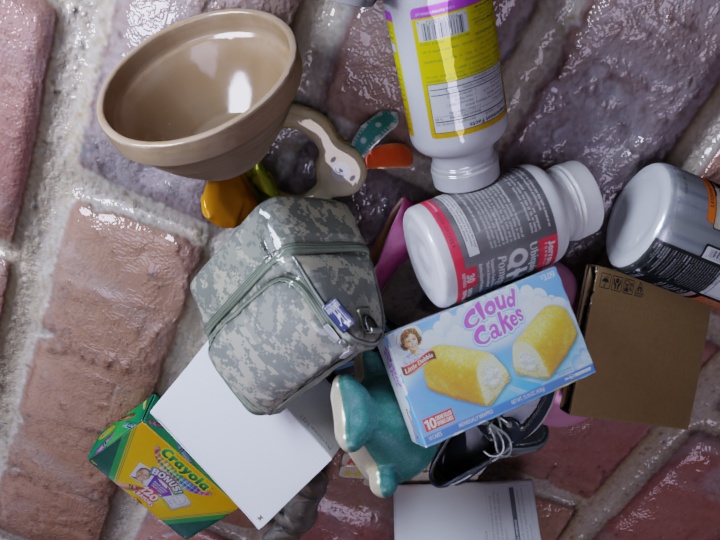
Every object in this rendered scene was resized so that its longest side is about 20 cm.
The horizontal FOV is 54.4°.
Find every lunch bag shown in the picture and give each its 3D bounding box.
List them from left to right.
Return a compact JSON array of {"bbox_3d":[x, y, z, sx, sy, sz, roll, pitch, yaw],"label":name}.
[{"bbox_3d":[-0.072,0.042,0.739,0.137,0.171,0.199,-2,151,-48],"label":"lunch bag"}]

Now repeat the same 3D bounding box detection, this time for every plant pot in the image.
[{"bbox_3d":[-0.145,-0.156,0.682,0.195,0.205,0.094,-9,141,8],"label":"plant pot"}]

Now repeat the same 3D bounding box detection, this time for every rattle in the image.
[{"bbox_3d":[-0.049,-0.108,0.728,0.194,0.143,0.134,4,97,10],"label":"rattle"}]

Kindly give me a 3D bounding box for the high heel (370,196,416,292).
[{"bbox_3d":[0.000,0.000,0.819,0.197,0.068,0.096,-31,124,13],"label":"high heel"}]

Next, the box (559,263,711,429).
[{"bbox_3d":[0.322,0.093,0.809,0.195,0.021,0.168,11,90,-27],"label":"box"}]

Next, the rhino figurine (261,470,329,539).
[{"bbox_3d":[-0.102,0.355,1.036,0.085,0.060,0.204,8,124,-14],"label":"rhino figurine"}]

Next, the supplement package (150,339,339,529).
[{"bbox_3d":[-0.129,0.178,0.871,0.200,0.111,0.156,45,115,2],"label":"supplement package"}]

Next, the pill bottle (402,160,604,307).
[{"bbox_3d":[0.152,-0.046,0.747,0.195,0.111,0.113,-21,120,-9],"label":"pill bottle"}]

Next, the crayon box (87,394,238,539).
[{"bbox_3d":[-0.272,0.284,1.004,0.118,0.059,0.201,-33,113,20],"label":"crayon box"}]

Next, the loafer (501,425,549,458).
[{"bbox_3d":[0.153,0.217,0.951,0.194,0.073,0.064,5,141,8],"label":"loafer"}]

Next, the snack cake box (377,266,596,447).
[{"bbox_3d":[0.127,0.087,0.725,0.195,0.067,0.118,-21,86,-11],"label":"snack cake box"}]

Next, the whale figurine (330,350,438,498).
[{"bbox_3d":[0.030,0.163,0.771,0.101,0.163,0.200,-13,157,14],"label":"whale figurine"}]

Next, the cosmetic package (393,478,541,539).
[{"bbox_3d":[0.150,0.406,0.996,0.194,0.125,0.203,-4,133,7],"label":"cosmetic package"}]

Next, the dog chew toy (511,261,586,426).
[{"bbox_3d":[0.228,0.081,0.835,0.121,0.125,0.205,-11,111,9],"label":"dog chew toy"}]

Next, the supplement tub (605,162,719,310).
[{"bbox_3d":[0.380,-0.027,0.760,0.195,0.124,0.125,19,119,-9],"label":"supplement tub"}]

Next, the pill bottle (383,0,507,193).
[{"bbox_3d":[0.089,-0.185,0.692,0.101,0.105,0.204,-10,118,8],"label":"pill bottle"}]

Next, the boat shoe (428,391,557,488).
[{"bbox_3d":[0.148,0.180,0.809,0.075,0.061,0.200,51,119,16],"label":"boat shoe"}]

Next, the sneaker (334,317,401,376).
[{"bbox_3d":[-0.003,0.141,0.915,0.081,0.073,0.203,29,114,7],"label":"sneaker"}]

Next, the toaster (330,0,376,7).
[{"bbox_3d":[-0.052,-0.344,0.602,0.194,0.120,0.185,11,119,-4],"label":"toaster"}]

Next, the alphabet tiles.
[{"bbox_3d":[0.069,0.266,0.953,0.194,0.015,0.197,5,146,-5],"label":"alphabet tiles"}]
